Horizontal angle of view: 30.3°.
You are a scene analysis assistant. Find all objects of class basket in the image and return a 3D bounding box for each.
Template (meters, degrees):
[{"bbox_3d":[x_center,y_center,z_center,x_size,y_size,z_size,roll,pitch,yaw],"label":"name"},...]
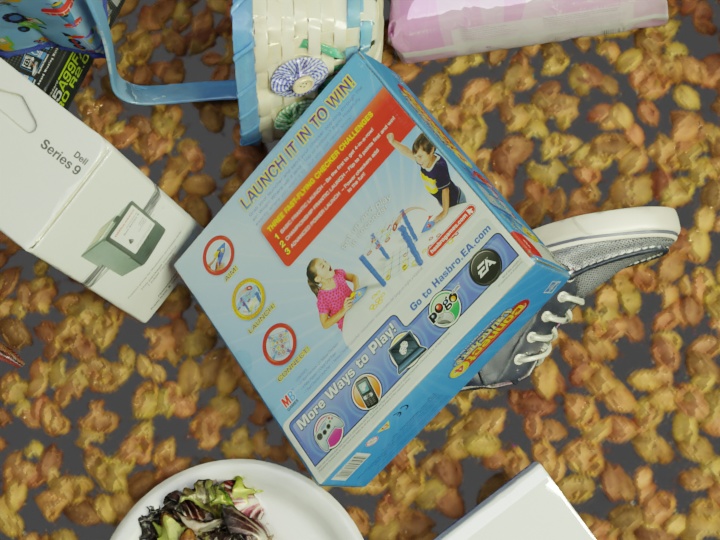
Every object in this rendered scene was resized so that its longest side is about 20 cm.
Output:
[{"bbox_3d":[-0.083,-0.169,0.908,0.198,0.177,0.140,2,67,3],"label":"basket"}]

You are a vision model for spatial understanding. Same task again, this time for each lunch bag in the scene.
[{"bbox_3d":[-0.230,-0.271,0.930,0.093,0.151,0.202,2,76,11],"label":"lunch bag"}]

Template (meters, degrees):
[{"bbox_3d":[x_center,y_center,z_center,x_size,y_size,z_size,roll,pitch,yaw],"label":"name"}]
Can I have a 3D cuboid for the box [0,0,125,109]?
[{"bbox_3d":[-0.281,-0.188,1.019,0.159,0.044,0.201,24,80,15],"label":"box"}]

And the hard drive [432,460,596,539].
[{"bbox_3d":[0.071,0.232,0.826,0.200,0.025,0.132,-37,89,-1],"label":"hard drive"}]

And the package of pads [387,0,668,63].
[{"bbox_3d":[0.113,-0.219,0.936,0.198,0.076,0.122,-7,76,9],"label":"package of pads"}]

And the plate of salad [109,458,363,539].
[{"bbox_3d":[-0.086,0.222,0.867,0.198,0.048,0.202,-3,75,11],"label":"plate of salad"}]

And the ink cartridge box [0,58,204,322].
[{"bbox_3d":[-0.204,-0.057,0.886,0.146,0.200,0.084,36,85,18],"label":"ink cartridge box"}]

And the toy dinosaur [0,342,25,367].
[{"bbox_3d":[-0.370,0.020,0.962,0.181,0.105,0.201,-28,83,24],"label":"toy dinosaur"}]

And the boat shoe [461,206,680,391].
[{"bbox_3d":[0.118,0.024,0.874,0.199,0.075,0.093,-15,76,16],"label":"boat shoe"}]

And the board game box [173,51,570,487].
[{"bbox_3d":[0.000,0.000,0.858,0.200,0.056,0.196,-47,60,17],"label":"board game box"}]
